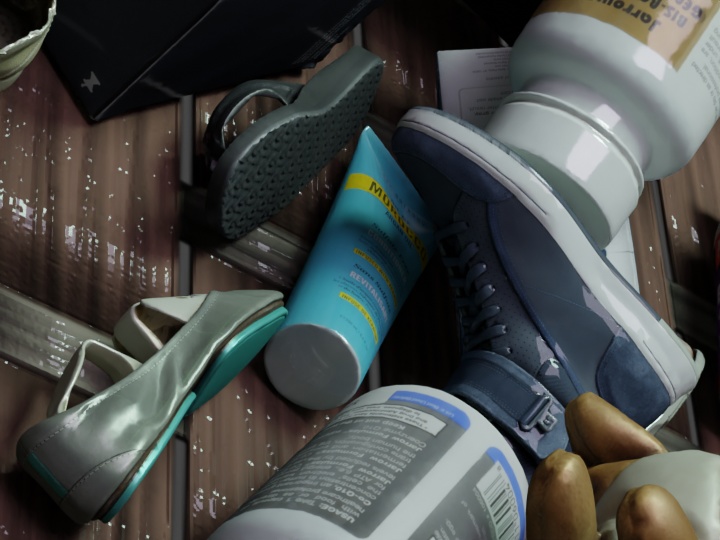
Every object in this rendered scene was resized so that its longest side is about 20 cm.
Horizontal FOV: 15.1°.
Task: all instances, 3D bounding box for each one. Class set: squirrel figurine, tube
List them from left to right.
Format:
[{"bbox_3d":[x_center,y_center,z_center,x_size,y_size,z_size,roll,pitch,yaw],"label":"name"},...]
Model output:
[{"bbox_3d":[0.000,0.000,1.427,0.078,0.050,0.200,58,28,-19],"label":"tube"},{"bbox_3d":[0.118,0.180,1.232,0.187,0.141,0.201,-43,137,-42],"label":"squirrel figurine"}]

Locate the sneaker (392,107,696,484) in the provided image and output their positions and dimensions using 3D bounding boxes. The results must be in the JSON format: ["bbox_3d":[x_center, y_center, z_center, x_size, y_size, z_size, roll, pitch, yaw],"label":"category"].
[{"bbox_3d":[0.055,0.029,1.366,0.146,0.077,0.202,-43,92,-14],"label":"sneaker"}]

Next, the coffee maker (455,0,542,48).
[{"bbox_3d":[0.133,-0.166,1.607,0.200,0.135,0.192,42,2,-14],"label":"coffee maker"}]

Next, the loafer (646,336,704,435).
[{"bbox_3d":[0.130,0.080,1.482,0.063,0.072,0.200,43,38,0],"label":"loafer"}]

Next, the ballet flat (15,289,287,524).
[{"bbox_3d":[-0.096,0.045,1.258,0.064,0.067,0.200,39,34,1],"label":"ballet flat"}]

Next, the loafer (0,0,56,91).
[{"bbox_3d":[-0.218,-0.114,1.256,0.200,0.068,0.076,-21,76,-54],"label":"loafer"}]

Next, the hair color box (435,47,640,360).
[{"bbox_3d":[0.097,-0.034,1.510,0.100,0.061,0.201,-3,50,0],"label":"hair color box"}]

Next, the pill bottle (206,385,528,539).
[{"bbox_3d":[-0.009,0.141,1.226,0.114,0.114,0.200,51,35,-1],"label":"pill bottle"}]

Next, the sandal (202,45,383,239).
[{"bbox_3d":[-0.047,-0.071,1.426,0.048,0.076,0.200,28,26,10],"label":"sandal"}]

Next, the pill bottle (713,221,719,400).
[{"bbox_3d":[0.273,0.013,1.662,0.111,0.111,0.201,33,39,-25],"label":"pill bottle"}]

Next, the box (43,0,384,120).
[{"bbox_3d":[-0.096,-0.205,1.430,0.198,0.123,0.200,-21,76,-53],"label":"box"}]

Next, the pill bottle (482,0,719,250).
[{"bbox_3d":[0.145,-0.113,1.455,0.114,0.114,0.200,41,67,-15],"label":"pill bottle"}]
